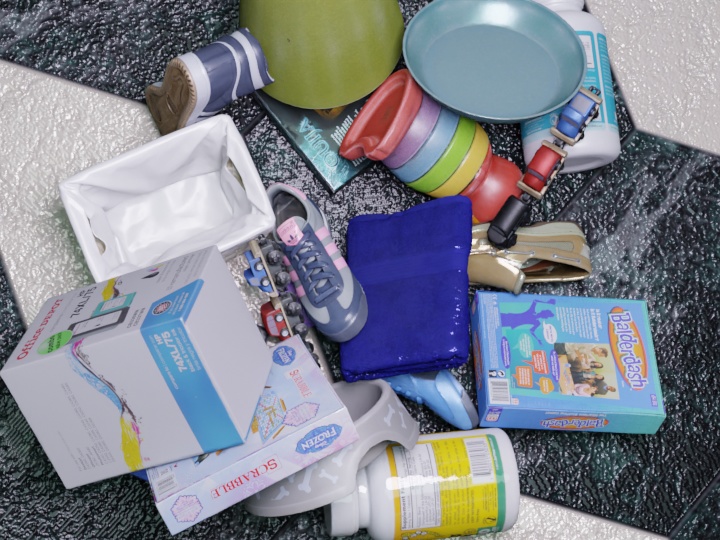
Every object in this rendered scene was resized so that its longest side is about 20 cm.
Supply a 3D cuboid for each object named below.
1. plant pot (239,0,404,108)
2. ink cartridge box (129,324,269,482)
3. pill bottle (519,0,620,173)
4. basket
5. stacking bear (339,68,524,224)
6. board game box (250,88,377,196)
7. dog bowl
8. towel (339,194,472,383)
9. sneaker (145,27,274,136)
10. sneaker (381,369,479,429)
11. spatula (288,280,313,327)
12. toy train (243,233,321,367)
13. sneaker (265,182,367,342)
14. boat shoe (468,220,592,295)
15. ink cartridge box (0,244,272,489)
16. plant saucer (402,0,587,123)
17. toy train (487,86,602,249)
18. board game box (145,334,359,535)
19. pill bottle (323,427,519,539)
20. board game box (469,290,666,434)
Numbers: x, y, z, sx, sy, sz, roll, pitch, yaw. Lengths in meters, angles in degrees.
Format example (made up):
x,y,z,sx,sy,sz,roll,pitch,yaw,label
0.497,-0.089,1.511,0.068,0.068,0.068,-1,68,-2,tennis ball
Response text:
x,y,z,sx,sy,sz,roll,pitch,yaw,label
-0.052,-0.302,1.421,0.185,0.200,0.189,-2,66,5,plant pot
-0.177,0.140,1.457,0.093,0.044,0.201,23,79,-1,ink cartridge box
0.230,-0.218,1.533,0.110,0.111,0.202,-4,81,-8,pill bottle
-0.206,-0.059,1.445,0.199,0.123,0.136,-23,84,-11,basket
0.097,-0.122,1.491,0.199,0.121,0.114,33,82,-22,stacking bear
-0.043,-0.203,1.537,0.135,0.028,0.200,-38,88,-11,board game box
-0.040,0.175,1.387,0.199,0.200,0.059,-25,103,-10,dog bowl
0.052,0.021,1.436,0.147,0.050,0.201,-11,55,23,towel
-0.161,-0.197,1.442,0.108,0.200,0.070,-29,91,-21,sneaker
0.042,0.112,1.467,0.078,0.066,0.200,-40,73,-16,sneaker
0.000,0.000,1.514,0.199,0.021,0.057,-29,84,-11,spatula
-0.084,0.049,1.439,0.045,0.034,0.201,-21,121,-5,toy train
-0.057,-0.011,1.434,0.070,0.082,0.201,-36,50,9,sneaker
0.163,-0.008,1.499,0.198,0.072,0.077,-8,53,-8,boat shoe
-0.214,0.095,1.315,0.198,0.147,0.147,-17,115,16,ink cartridge box
0.142,-0.222,1.444,0.198,0.036,0.201,3,51,-3,plant saucer
0.196,-0.112,1.445,0.034,0.046,0.201,34,95,20,toy train
-0.120,0.156,1.338,0.198,0.200,0.041,-26,113,-6,board game box
0.061,0.232,1.439,0.198,0.113,0.114,-5,82,-8,pill bottle
0.225,0.101,1.486,0.198,0.045,0.153,4,54,-6,board game box
